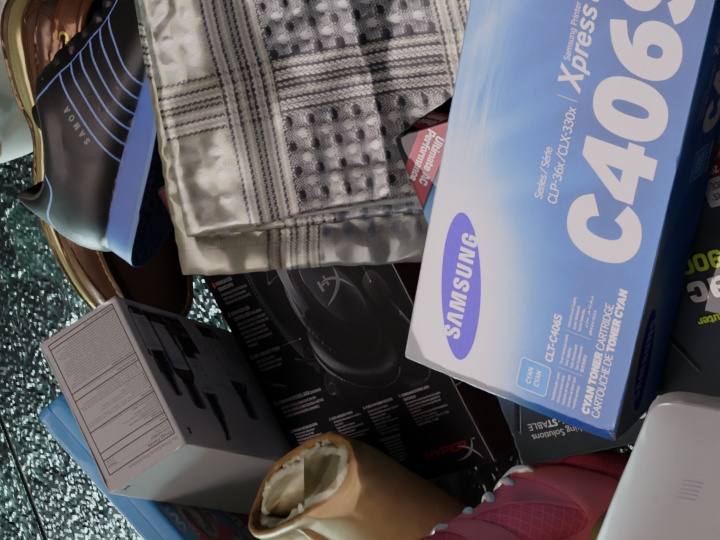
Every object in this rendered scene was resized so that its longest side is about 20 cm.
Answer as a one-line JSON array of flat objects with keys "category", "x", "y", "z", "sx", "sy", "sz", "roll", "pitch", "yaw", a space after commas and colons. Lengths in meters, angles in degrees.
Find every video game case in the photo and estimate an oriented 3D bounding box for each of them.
[{"category": "video game case", "x": -0.086, "y": 0.104, "z": 1.300, "sx": 0.018, "sy": 0.200, "sz": 0.143, "roll": -41, "pitch": 90, "yaw": 12}]

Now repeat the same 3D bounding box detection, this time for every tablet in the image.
[{"category": "tablet", "x": 0.149, "y": 0.116, "z": 0.946, "sx": 0.130, "sy": 0.014, "sz": 0.200, "roll": 9, "pitch": 140, "yaw": -4}]

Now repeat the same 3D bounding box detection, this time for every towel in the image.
[{"category": "towel", "x": -0.005, "y": -0.095, "z": 1.089, "sx": 0.192, "sy": 0.035, "sz": 0.201, "roll": -7, "pitch": 107, "yaw": 13}]

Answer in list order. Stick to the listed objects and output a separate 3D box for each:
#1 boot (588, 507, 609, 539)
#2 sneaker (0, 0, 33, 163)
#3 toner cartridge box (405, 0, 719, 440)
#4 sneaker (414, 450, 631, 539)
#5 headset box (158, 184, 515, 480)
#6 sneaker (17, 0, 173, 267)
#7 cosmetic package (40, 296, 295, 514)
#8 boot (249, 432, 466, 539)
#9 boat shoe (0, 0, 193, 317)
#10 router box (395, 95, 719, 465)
[{"category": "boot", "x": 0.202, "y": 0.075, "z": 0.956, "sx": 0.200, "sy": 0.174, "sz": 0.066, "roll": -44, "pitch": 57, "yaw": 56}, {"category": "sneaker", "x": -0.207, "y": -0.143, "z": 1.357, "sx": 0.073, "sy": 0.085, "sz": 0.201, "roll": 24, "pitch": 130, "yaw": 41}, {"category": "toner cartridge box", "x": 0.081, "y": -0.044, "z": 0.957, "sx": 0.095, "sy": 0.043, "sz": 0.201, "roll": 22, "pitch": 119, "yaw": 23}, {"category": "sneaker", "x": 0.071, "y": 0.116, "z": 1.062, "sx": 0.074, "sy": 0.199, "sz": 0.087, "roll": 109, "pitch": 153, "yaw": -50}, {"category": "headset box", "x": 0.000, "y": 0.000, "z": 1.211, "sx": 0.149, "sy": 0.077, "sz": 0.201, "roll": -23, "pitch": 94, "yaw": 54}, {"category": "sneaker", "x": -0.117, "y": -0.102, "z": 1.244, "sx": 0.078, "sy": 0.070, "sz": 0.201, "roll": 23, "pitch": 112, "yaw": 16}, {"category": "cosmetic package", "x": -0.075, "y": 0.071, "z": 1.253, "sx": 0.051, "sy": 0.200, "sz": 0.083, "roll": -31, "pitch": 72, "yaw": 15}, {"category": "boot", "x": 0.069, "y": 0.137, "z": 1.142, "sx": 0.200, "sy": 0.066, "sz": 0.175, "roll": 33, "pitch": 147, "yaw": -17}, {"category": "boat shoe", "x": -0.129, "y": -0.057, "z": 1.331, "sx": 0.067, "sy": 0.072, "sz": 0.201, "roll": 4, "pitch": 114, "yaw": 51}, {"category": "router box", "x": 0.129, "y": -0.017, "z": 1.007, "sx": 0.199, "sy": 0.062, "sz": 0.150, "roll": -15, "pitch": 103, "yaw": 34}]
